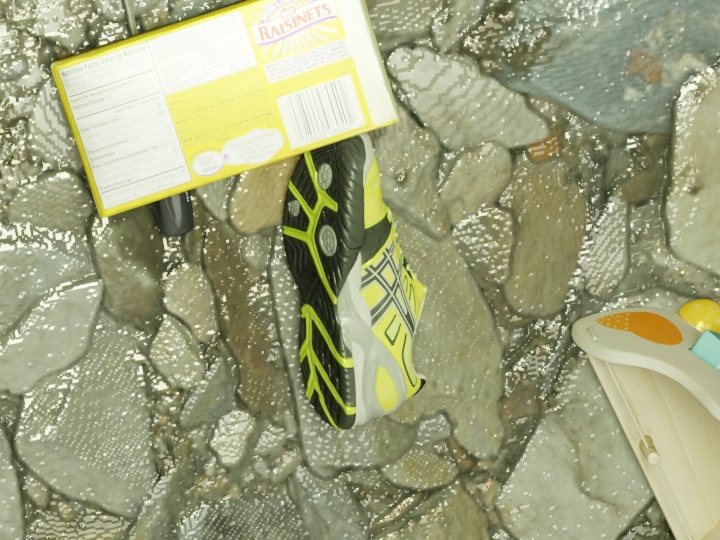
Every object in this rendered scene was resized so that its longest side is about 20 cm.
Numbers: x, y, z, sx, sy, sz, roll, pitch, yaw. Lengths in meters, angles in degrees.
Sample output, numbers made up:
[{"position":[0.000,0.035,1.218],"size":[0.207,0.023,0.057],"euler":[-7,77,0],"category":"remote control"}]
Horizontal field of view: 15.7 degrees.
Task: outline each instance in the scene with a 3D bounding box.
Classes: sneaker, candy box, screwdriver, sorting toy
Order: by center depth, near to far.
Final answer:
[{"position":[-0.084,-0.112,1.627],"size":[0.198,0.026,0.103],"euler":[-18,99,-2],"category":"candy box"},{"position":[-0.133,-0.119,1.647],"size":[0.029,0.028,0.202],"euler":[-19,107,-40],"category":"screwdriver"},{"position":[0.000,0.000,1.700],"size":[0.076,0.075,0.202],"euler":[-14,114,-32],"category":"sneaker"},{"position":[0.247,0.122,1.734],"size":[0.106,0.180,0.201],"euler":[-29,112,-4],"category":"sorting toy"}]
